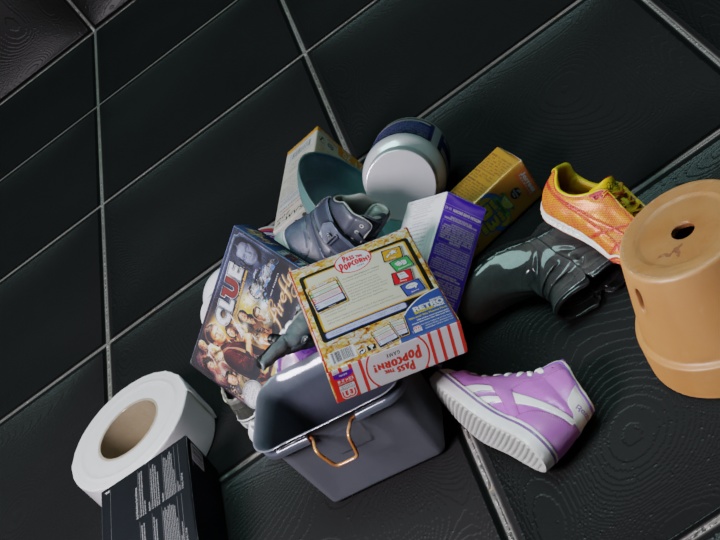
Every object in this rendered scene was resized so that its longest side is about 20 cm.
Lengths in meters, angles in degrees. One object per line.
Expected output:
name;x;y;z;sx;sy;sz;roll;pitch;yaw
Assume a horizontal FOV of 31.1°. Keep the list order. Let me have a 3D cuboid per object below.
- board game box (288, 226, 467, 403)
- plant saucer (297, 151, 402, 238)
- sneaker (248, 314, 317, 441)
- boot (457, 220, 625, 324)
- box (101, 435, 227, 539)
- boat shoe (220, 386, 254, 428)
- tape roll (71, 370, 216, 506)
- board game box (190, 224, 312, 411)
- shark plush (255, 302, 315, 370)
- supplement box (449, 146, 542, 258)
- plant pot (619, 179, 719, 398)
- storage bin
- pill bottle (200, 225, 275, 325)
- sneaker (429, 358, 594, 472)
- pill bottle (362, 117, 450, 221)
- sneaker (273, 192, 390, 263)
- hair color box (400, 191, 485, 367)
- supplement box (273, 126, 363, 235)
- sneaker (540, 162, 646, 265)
board game box;0.015;0.043;1.425;0.150;0.047;0.201;-21;35;-3
plant saucer;-0.014;-0.077;1.757;0.036;0.199;0.201;-47;25;27
sneaker;-0.067;0.146;1.583;0.088;0.080;0.202;38;115;47
boot;0.207;0.017;1.507;0.200;0.070;0.132;-39;35;10
box;-0.242;0.322;1.593;0.140;0.079;0.201;-32;32;8
boat shoe;-0.160;0.130;1.764;0.070;0.064;0.201;-35;31;9
tape roll;-0.296;0.236;1.771;0.201;0.071;0.203;-29;32;20
board game box;-0.133;0.062;1.637;0.135;0.034;0.202;31;112;30
shark plush;-0.041;0.052;1.502;0.198;0.092;0.083;-15;9;-33
supplement box;0.139;-0.066;1.686;0.200;0.067;0.069;-44;31;-6
plant pot;0.350;0.005;1.291;0.199;0.140;0.201;-27;32;19
storage bin;-0.002;0.175;1.463;0.199;0.135;0.146;-29;32;20
pill bottle;-0.145;0.024;1.787;0.112;0.113;0.200;-22;15;28
sneaker;0.169;0.134;1.399;0.114;0.073;0.200;-45;41;-16
pill bottle;0.063;-0.136;1.755;0.115;0.116;0.200;-31;10;14
sneaker;-0.001;0.000;1.616;0.146;0.203;0.077;-36;0;28
hair color box;0.078;0.014;1.568;0.109;0.064;0.202;-11;58;66
supplement box;-0.048;-0.097;1.862;0.073;0.126;0.201;-37;29;29
sneaker;0.287;-0.058;1.447;0.199;0.078;0.073;28;35;27
